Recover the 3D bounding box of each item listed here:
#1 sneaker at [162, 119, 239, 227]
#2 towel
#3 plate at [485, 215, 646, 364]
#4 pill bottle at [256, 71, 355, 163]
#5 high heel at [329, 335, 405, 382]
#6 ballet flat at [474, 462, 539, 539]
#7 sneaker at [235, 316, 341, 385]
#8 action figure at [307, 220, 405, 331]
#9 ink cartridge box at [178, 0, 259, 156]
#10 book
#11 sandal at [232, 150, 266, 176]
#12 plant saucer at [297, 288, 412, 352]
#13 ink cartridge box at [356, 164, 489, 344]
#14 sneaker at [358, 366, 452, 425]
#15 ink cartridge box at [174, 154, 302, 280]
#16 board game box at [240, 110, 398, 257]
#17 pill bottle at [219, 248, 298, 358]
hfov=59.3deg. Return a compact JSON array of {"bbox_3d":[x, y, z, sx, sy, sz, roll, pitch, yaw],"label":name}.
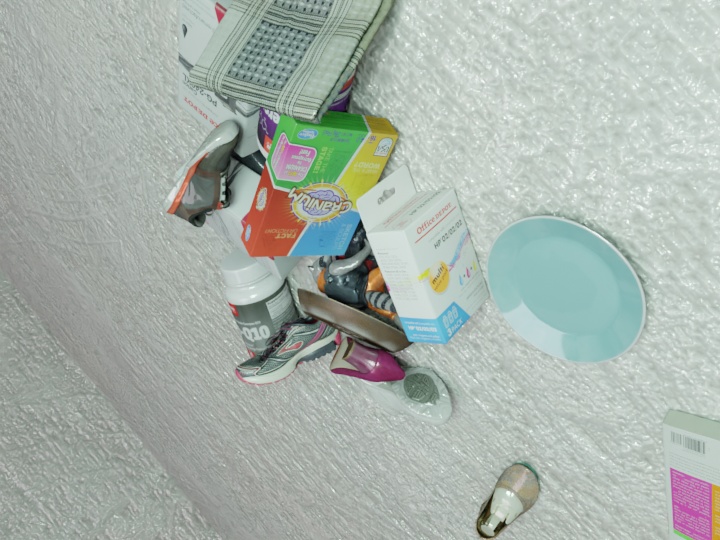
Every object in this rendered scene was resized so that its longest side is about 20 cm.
[{"bbox_3d":[-0.209,-0.133,0.905,0.081,0.078,0.199,36,135,-16],"label":"sneaker"},{"bbox_3d":[-0.076,-0.269,0.705,0.190,0.202,0.035,23,164,27],"label":"towel"},{"bbox_3d":[0.240,0.021,0.749,0.198,0.025,0.203,28,138,28],"label":"plate"},{"bbox_3d":[-0.075,-0.208,0.821,0.112,0.112,0.202,38,142,16],"label":"pill bottle"},{"bbox_3d":[0.006,0.156,1.032,0.095,0.068,0.200,29,171,-6],"label":"high heel"},{"bbox_3d":[0.233,0.387,1.028,0.067,0.067,0.202,33,140,21],"label":"ballet flat"},{"bbox_3d":[-0.131,0.131,1.102,0.080,0.198,0.076,21,134,57],"label":"sneaker"},{"bbox_3d":[0.000,0.000,0.926,0.190,0.104,0.204,9,126,36],"label":"action figure"},{"bbox_3d":[-0.176,-0.284,0.877,0.145,0.083,0.202,39,142,15],"label":"ink cartridge box"},{"bbox_3d":[0.427,0.269,0.741,0.132,0.048,0.204,12,127,44],"label":"book"},{"bbox_3d":[-0.146,-0.165,0.999,0.200,0.043,0.076,42,156,-2],"label":"sandal"},{"bbox_3d":[-0.013,0.082,0.971,0.197,0.033,0.200,24,173,3],"label":"plant saucer"},{"bbox_3d":[0.083,-0.024,0.803,0.067,0.115,0.203,-1,120,46],"label":"ink cartridge box"},{"bbox_3d":[0.079,0.209,1.051,0.198,0.078,0.101,24,143,45],"label":"sneaker"},{"bbox_3d":[-0.187,-0.097,1.027,0.198,0.084,0.146,34,161,22],"label":"ink cartridge box"},{"bbox_3d":[-0.055,-0.106,0.814,0.041,0.150,0.202,57,136,36],"label":"board game box"},{"bbox_3d":[-0.181,0.062,1.161,0.112,0.114,0.203,10,128,41],"label":"pill bottle"}]
